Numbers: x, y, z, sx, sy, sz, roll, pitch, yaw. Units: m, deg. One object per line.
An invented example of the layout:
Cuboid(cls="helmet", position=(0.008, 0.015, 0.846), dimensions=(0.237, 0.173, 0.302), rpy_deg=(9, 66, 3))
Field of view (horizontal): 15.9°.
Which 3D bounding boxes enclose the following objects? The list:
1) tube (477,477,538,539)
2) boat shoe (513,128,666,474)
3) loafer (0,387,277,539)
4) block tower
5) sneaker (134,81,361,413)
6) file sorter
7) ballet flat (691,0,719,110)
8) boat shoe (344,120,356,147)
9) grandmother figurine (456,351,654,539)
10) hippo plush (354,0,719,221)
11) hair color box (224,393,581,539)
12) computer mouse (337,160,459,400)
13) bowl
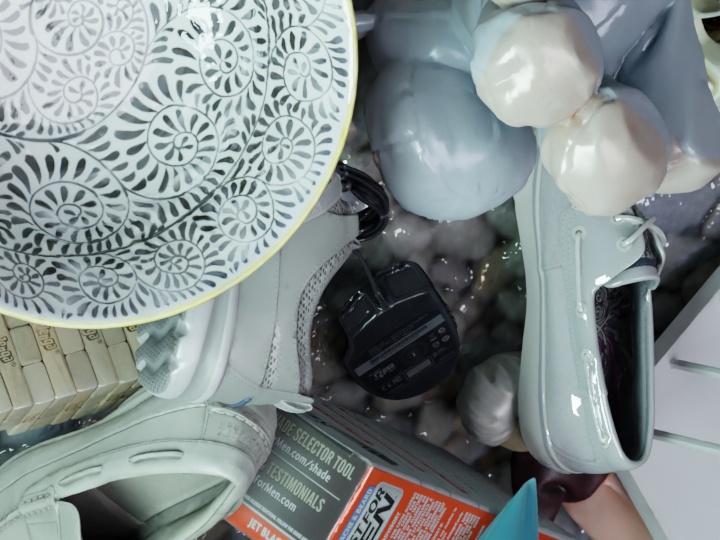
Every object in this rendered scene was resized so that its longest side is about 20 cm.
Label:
Cuboid(cls="tube", position=(0.034, 0.181, 1.146), dimensions=(0.200, 0.050, 0.078), rpy_deg=(-50, 151, -43))
Cuboid(cls="boat shoe", position=(0.116, -0.001, 1.251), dimensions=(0.072, 0.068, 0.201), rpy_deg=(7, 87, -45))
Cuboid(cls="loafer", position=(-0.117, 0.108, 1.139), dimensions=(0.070, 0.070, 0.200), rpy_deg=(36, 127, -25))
Cuboid(cls="block tower", position=(-0.165, 0.044, 1.123), dimensions=(0.199, 0.054, 0.058), rpy_deg=(-16, 78, -26))
Cuboid(cls="sneaker", position=(-0.036, -0.034, 1.094), dimensions=(0.082, 0.075, 0.201), rpy_deg=(20, 78, -26))
Cuboid(cls="file sorter", position=(0.244, 0.068, 1.326), dimensions=(0.200, 0.124, 0.139), rpy_deg=(-47, 123, -24))
Cuboid(cls="ballet flat", position=(0.158, -0.128, 1.244), dimensions=(0.068, 0.072, 0.201), rpy_deg=(-24, 124, -22))
Cuboid(cls="boat shoe", position=(-0.102, -0.045, 1.143), dimensions=(0.199, 0.073, 0.063), rpy_deg=(-24, 81, -14))
Cuboid(cls="grandmother figurine", position=(0.120, 0.098, 1.342), dimensions=(0.200, 0.060, 0.122), rpy_deg=(36, 70, -41))
Cuboid(cls="hippo plush", position=(0.056, -0.107, 1.130), dimensions=(0.159, 0.160, 0.201), rpy_deg=(17, 65, -49))
Cuboid(cls="hair color box", position=(0.010, 0.113, 1.219), dimensions=(0.200, 0.111, 0.064), rpy_deg=(28, 93, -51))
Cuboid(cls="computer mouse", position=(0.000, 0.000, 1.208), dimensions=(0.058, 0.034, 0.200), rpy_deg=(-31, 144, -2))
Cuboid(cls="bowl", position=(-0.109, -0.086, 1.007), dimensions=(0.199, 0.094, 0.202), rpy_deg=(-5, 106, -17))
